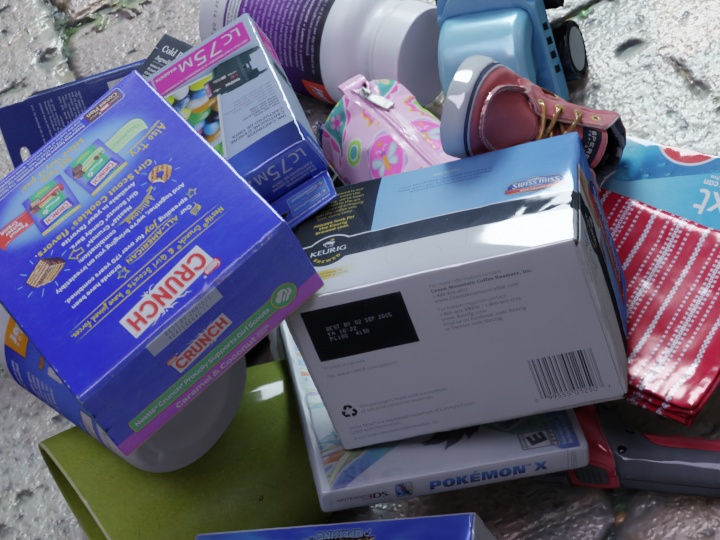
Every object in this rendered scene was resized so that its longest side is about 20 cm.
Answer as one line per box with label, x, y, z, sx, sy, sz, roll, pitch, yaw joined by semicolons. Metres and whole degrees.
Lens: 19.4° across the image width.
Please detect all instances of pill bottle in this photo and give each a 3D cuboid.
pill bottle;-0.025;-0.194;1.727;0.200;0.111;0.112;18;71;34
pill bottle;-0.182;0.049;1.457;0.200;0.112;0.112;29;77;37

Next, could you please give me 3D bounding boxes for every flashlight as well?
flashlight;0.216;0.124;1.445;0.200;0.068;0.068;3;88;24

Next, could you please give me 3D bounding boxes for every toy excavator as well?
toy excavator;0.104;-0.125;1.616;0.100;0.195;0.200;-5;32;24

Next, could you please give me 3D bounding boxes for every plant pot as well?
plant pot;-0.099;0.151;1.528;0.200;0.187;0.187;-32;50;-13

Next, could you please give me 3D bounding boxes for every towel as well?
towel;0.184;0.015;1.461;0.200;0.022;0.145;23;67;35

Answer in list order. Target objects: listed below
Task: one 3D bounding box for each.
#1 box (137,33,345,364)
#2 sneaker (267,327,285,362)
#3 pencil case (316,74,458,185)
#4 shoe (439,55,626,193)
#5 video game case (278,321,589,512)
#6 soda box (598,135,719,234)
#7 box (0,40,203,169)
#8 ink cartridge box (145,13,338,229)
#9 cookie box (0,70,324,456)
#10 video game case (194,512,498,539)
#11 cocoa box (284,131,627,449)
box;-0.124;-0.046;1.631;0.104;0.200;0.182;26;76;38
sneaker;0.000;0.000;1.618;0.082;0.075;0.200;19;71;36
pencil case;0.041;-0.071;1.550;0.087;0.087;0.200;-40;39;0
shoe;0.124;-0.099;1.459;0.091;0.200;0.072;17;94;19
video game case;0.046;0.083;1.468;0.182;0.022;0.200;-10;36;-5
soda box;0.232;-0.046;1.536;0.200;0.064;0.068;16;70;33
box;-0.198;-0.109;1.767;0.200;0.121;0.032;-14;12;18
ink cartridge box;-0.096;-0.087;1.469;0.119;0.042;0.200;-33;44;7
cookie box;-0.148;-0.009;1.358;0.171;0.075;0.200;-40;49;-5
video game case;0.015;0.222;1.410;0.200;0.181;0.046;-7;60;24
cocoa box;0.066;0.013;1.396;0.200;0.133;0.131;-12;33;15
